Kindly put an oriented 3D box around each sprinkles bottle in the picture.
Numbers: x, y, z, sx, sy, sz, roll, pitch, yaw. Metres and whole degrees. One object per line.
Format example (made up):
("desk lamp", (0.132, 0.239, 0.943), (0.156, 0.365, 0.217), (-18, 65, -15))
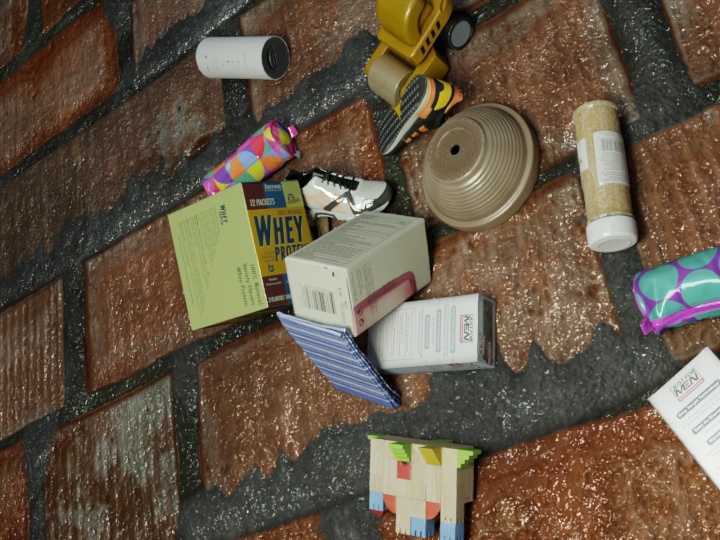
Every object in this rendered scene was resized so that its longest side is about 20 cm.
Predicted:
("sprinkles bottle", (0.337, -0.131, 1.243), (0.067, 0.068, 0.205), (-15, 67, 33))

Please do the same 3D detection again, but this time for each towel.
("towel", (-0.030, 0.135, 1.370), (0.143, 0.201, 0.024), (12, 58, 41))

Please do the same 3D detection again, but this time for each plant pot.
("plant pot", (0.166, -0.169, 1.374), (0.197, 0.092, 0.206), (-13, 67, 34))

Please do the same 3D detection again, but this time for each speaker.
("speaker", (-0.233, -0.418, 1.773), (0.197, 0.081, 0.083), (11, 82, 40))

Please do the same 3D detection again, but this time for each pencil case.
("pencil case", (0.440, 0.018, 1.103), (0.197, 0.085, 0.094), (-19, 36, 33))
("pencil case", (-0.204, -0.197, 1.682), (0.198, 0.088, 0.090), (-33, 58, 23))

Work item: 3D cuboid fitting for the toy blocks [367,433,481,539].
("toy blocks", (0.086, 0.316, 1.293), (0.197, 0.099, 0.140), (0, 87, 37))

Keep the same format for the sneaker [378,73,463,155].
("sneaker", (0.095, -0.239, 1.457), (0.200, 0.088, 0.072), (134, 137, -60))

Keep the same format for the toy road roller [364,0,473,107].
("toy road roller", (0.074, -0.381, 1.477), (0.123, 0.145, 0.202), (41, 102, 39))

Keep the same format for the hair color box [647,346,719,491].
("hair color box", (0.443, 0.201, 1.058), (0.100, 0.060, 0.202), (-45, 54, 18))

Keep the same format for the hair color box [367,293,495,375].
("hair color box", (0.105, 0.099, 1.357), (0.197, 0.060, 0.102), (-9, 71, 37))

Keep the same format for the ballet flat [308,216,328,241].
("ballet flat", (-0.088, -0.054, 1.552), (0.070, 0.065, 0.204), (-32, 58, 31))

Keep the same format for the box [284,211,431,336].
("box", (0.000, 0.000, 1.367), (0.126, 0.199, 0.111), (10, 119, 39))

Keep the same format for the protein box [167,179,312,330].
("protein box", (-0.191, -0.025, 1.492), (0.197, 0.133, 0.203), (-17, 85, 41))

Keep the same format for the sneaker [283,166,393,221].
("sneaker", (-0.042, -0.131, 1.503), (0.195, 0.081, 0.075), (-2, 40, 18))
